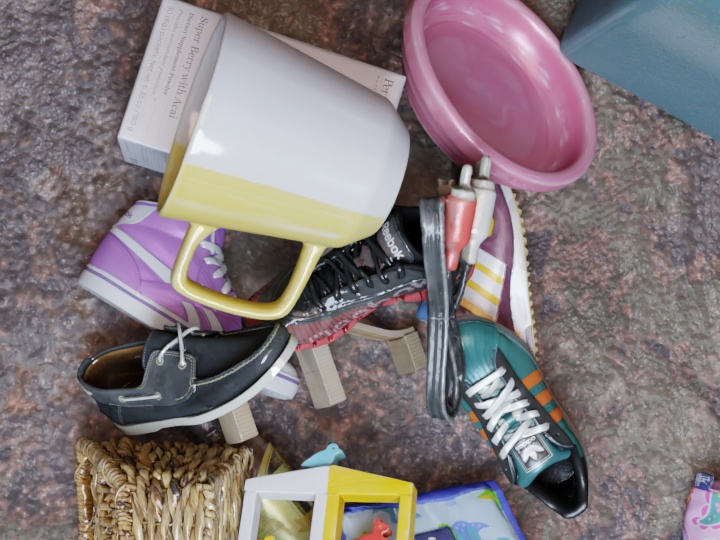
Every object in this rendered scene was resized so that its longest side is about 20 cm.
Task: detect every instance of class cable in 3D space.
[{"bbox_3d":[0.071,0.017,0.988,0.050,0.097,0.200,2,97,17],"label":"cable"}]

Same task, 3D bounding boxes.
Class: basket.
[{"bbox_3d":[-0.165,0.235,1.015,0.149,0.143,0.200,2,98,9],"label":"basket"}]

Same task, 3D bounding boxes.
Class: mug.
[{"bbox_3d":[-0.057,-0.075,0.980,0.153,0.187,0.150,18,40,-14],"label":"mug"}]

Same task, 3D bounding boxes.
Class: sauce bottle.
[{"bbox_3d":[-0.083,0.177,1.096,0.065,0.065,0.200,-39,93,-8],"label":"sauce bottle"}]

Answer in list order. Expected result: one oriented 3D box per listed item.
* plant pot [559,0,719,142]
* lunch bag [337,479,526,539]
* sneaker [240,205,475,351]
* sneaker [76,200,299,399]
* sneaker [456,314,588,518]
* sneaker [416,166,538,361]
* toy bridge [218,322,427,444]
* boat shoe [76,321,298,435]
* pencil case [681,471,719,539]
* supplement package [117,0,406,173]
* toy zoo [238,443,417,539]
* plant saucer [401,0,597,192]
[{"bbox_3d":[0.314,-0.242,1.100,0.196,0.200,0.197,26,78,-8],"label":"plant pot"},{"bbox_3d":[0.055,0.274,1.058,0.170,0.127,0.200,-5,82,-33],"label":"lunch bag"},{"bbox_3d":[0.000,0.000,1.044,0.200,0.098,0.071,-21,68,-13],"label":"sneaker"},{"bbox_3d":[-0.117,0.016,1.103,0.200,0.073,0.114,34,79,-3],"label":"sneaker"},{"bbox_3d":[0.128,0.119,1.080,0.071,0.080,0.200,-35,118,12],"label":"sneaker"},{"bbox_3d":[0.089,0.006,1.127,0.090,0.075,0.200,-9,86,-13],"label":"sneaker"},{"bbox_3d":[-0.035,0.076,1.083,0.200,0.027,0.067,-18,90,-36],"label":"toy bridge"},{"bbox_3d":[-0.133,0.073,1.020,0.068,0.200,0.072,52,41,-25],"label":"boat shoe"},{"bbox_3d":[0.308,0.273,1.129,0.087,0.087,0.200,8,85,-6],"label":"pencil case"},{"bbox_3d":[-0.080,-0.122,1.093,0.200,0.120,0.121,17,83,-6],"label":"supplement package"},{"bbox_3d":[-0.029,0.221,0.984,0.131,0.020,0.200,0,62,14],"label":"toy zoo"},{"bbox_3d":[0.107,-0.148,1.113,0.200,0.051,0.201,23,49,-30],"label":"plant saucer"}]
